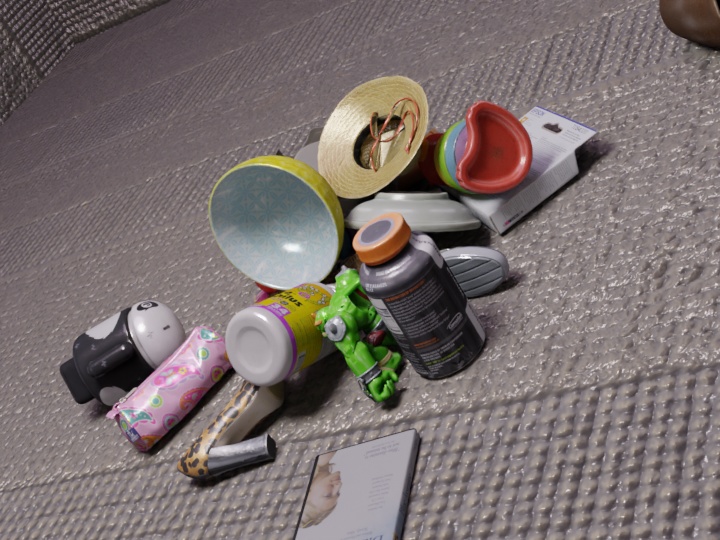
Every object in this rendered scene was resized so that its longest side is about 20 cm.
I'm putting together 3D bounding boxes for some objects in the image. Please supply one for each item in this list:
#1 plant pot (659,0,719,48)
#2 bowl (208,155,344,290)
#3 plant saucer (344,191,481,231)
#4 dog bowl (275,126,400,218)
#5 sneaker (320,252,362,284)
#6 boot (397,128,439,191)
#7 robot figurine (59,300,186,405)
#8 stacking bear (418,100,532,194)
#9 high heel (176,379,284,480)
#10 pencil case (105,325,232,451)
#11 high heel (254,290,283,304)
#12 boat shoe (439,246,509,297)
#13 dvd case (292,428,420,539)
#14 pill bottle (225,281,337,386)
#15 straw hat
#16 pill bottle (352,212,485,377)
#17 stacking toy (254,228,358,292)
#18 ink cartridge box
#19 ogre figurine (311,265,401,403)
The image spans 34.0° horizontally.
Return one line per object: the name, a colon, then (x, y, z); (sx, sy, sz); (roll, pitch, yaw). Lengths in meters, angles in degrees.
plant pot: (0.521, -0.394, 1.687); (0.186, 0.188, 0.200); (-40, 13, -13)
bowl: (-0.103, -0.085, 1.663); (0.198, 0.202, 0.108); (-15, 24, 31)
plant saucer: (0.072, -0.085, 1.667); (0.197, 0.051, 0.200); (1, 6, 0)
dog bowl: (-0.032, -0.145, 1.792); (0.197, 0.059, 0.201); (2, 38, -1)
sneaker: (0.000, 0.000, 1.710); (0.108, 0.071, 0.199); (-34, 5, -41)
boot: (0.070, -0.148, 1.865); (0.154, 0.074, 0.200); (-40, 13, -10)
robot figurine: (-0.367, 0.129, 1.834); (0.198, 0.125, 0.151); (-29, 40, 10)
stacking bear: (0.148, -0.163, 1.679); (0.199, 0.112, 0.123); (3, 82, 66)
high heel: (-0.178, 0.188, 1.588); (0.141, 0.072, 0.201); (-17, 40, 17)
pencil case: (-0.273, 0.170, 1.713); (0.200, 0.088, 0.087); (-44, 29, -21)
high heel: (-0.107, 0.044, 1.755); (0.096, 0.067, 0.200); (-43, 14, 4)
boat shoe: (0.117, -0.004, 1.584); (0.198, 0.072, 0.062); (-12, 33, 40)
dvd case: (-0.010, 0.270, 1.337); (0.141, 0.018, 0.201); (-19, 31, 25)
pill bottle: (-0.084, 0.077, 1.580); (0.103, 0.106, 0.199); (-12, 7, 35)
straw hat: (0.040, -0.178, 1.712); (0.199, 0.085, 0.204); (-17, 61, 34)
pill bottle: (0.067, 0.026, 1.446); (0.105, 0.201, 0.107); (-25, 28, 15)
stacking toy: (-0.076, -0.026, 1.770); (0.199, 0.086, 0.085); (-34, 24, -30)
ink cartridge box: (0.232, -0.151, 1.725); (0.199, 0.044, 0.196); (-36, 26, -4)
ogre figurine: (0.006, 0.070, 1.522); (0.098, 0.120, 0.201); (-24, 28, 42)
